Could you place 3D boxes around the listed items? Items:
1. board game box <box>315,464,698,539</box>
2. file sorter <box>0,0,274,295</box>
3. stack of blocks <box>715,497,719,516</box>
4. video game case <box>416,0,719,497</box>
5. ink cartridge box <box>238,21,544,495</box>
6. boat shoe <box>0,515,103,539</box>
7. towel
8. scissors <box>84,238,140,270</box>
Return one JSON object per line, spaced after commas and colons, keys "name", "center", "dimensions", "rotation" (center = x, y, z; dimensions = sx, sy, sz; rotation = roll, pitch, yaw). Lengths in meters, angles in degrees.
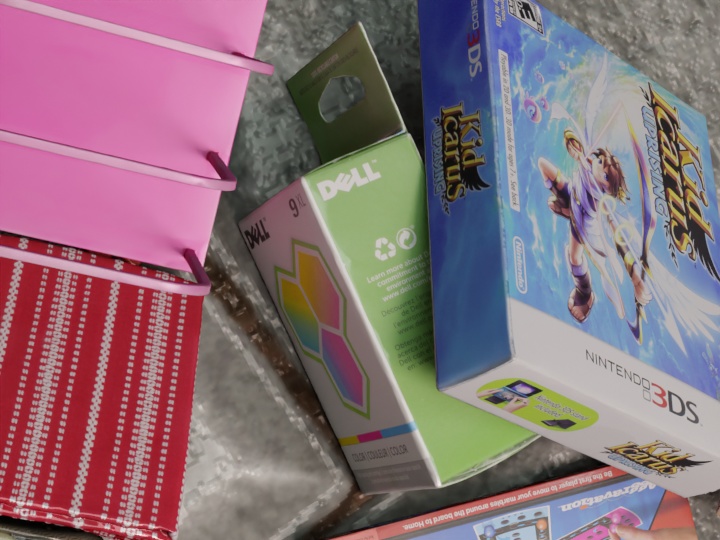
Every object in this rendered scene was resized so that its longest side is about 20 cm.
{"name": "board game box", "center": [0.076, 0.159, 0.809], "dimensions": [0.200, 0.019, 0.103], "rotation": [-12, 86, -20]}
{"name": "file sorter", "center": [-0.106, -0.101, 0.690], "dimensions": [0.139, 0.125, 0.200], "rotation": [13, 97, -12]}
{"name": "stack of blocks", "center": [0.263, 0.047, 0.838], "dimensions": [0.115, 0.059, 0.200], "rotation": [21, 60, 7]}
{"name": "video game case", "center": [0.104, -0.016, 0.765], "dimensions": [0.181, 0.045, 0.200], "rotation": [26, 52, -41]}
{"name": "ink cartridge box", "center": [0.000, 0.000, 0.763], "dimensions": [0.059, 0.104, 0.200], "rotation": [-24, 90, -21]}
{"name": "boat shoe", "center": [-0.208, 0.124, 0.689], "dimensions": [0.200, 0.076, 0.074], "rotation": [13, 94, -13]}
{"name": "towel", "center": [-0.169, 0.040, 0.707], "dimensions": [0.200, 0.023, 0.145], "rotation": [13, 48, -12]}
{"name": "scissors", "center": [-0.107, 0.004, 0.774], "dimensions": [0.073, 0.014, 0.200], "rotation": [-12, 85, -20]}
